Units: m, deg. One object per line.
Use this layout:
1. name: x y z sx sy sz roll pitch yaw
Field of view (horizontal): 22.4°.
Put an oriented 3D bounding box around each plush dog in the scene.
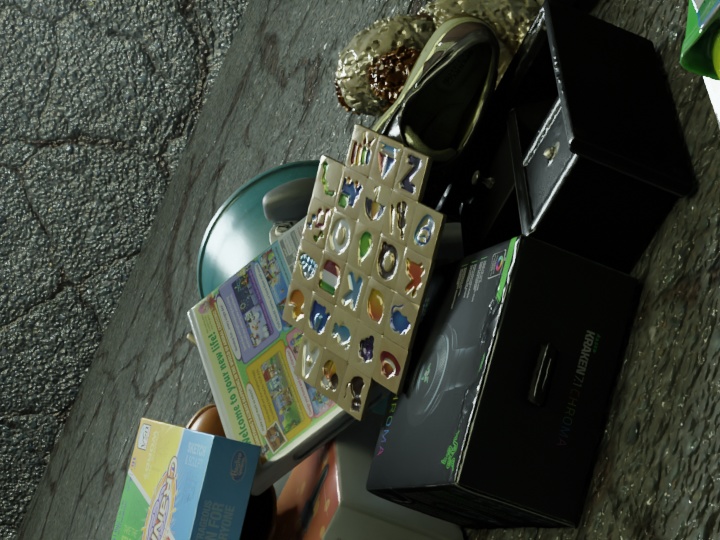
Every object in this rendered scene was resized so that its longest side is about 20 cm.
1. plush dog: 0.063 -0.172 1.485 0.200 0.170 0.162 178 79 -73

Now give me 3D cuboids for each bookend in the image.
1. bookend: 0.135 -0.053 1.293 0.199 0.091 0.201 -90 24 -54

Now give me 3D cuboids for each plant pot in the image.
1. plant pot: -0.027 0.032 1.612 0.201 0.199 0.188 -65 29 18

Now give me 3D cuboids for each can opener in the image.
1. can opener: 0.017 -0.044 1.513 0.054 0.198 0.067 -83 -13 -45

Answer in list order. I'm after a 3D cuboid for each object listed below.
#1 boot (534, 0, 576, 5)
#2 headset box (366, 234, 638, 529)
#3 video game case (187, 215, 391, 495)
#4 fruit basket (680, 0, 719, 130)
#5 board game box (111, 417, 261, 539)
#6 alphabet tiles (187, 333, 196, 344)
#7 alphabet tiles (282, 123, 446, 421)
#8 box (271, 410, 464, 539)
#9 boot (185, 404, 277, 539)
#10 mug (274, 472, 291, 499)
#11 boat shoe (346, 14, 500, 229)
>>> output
1. boot: 0.156 -0.274 1.576 0.200 0.065 0.166 128 150 -58
2. headset box: 0.096 0.082 1.251 0.200 0.092 0.176 159 130 -71
3. video game case: -0.045 0.052 1.443 0.182 0.022 0.201 -38 45 15
4. fruit basket: 0.243 -0.123 0.991 0.186 0.093 0.201 124 157 -43
5. board game box: -0.145 0.199 1.423 0.200 0.040 0.155 -3 73 67
6. alphabet tiles: -0.070 0.120 1.597 0.006 0.166 0.200 -53 -24 -6
7. alphabet tiles: 0.000 0.000 1.351 0.166 0.006 0.202 29 108 52
8. box: -0.013 0.232 1.426 0.153 0.106 0.201 -98 32 -63
9. boot: -0.112 0.187 1.491 0.155 0.076 0.201 -44 27 59
10. mug: -0.139 0.267 1.823 0.200 0.148 0.175 -42 1 -38
11. boat shoe: 0.045 -0.095 1.357 0.202 0.071 0.066 -62 8 10
